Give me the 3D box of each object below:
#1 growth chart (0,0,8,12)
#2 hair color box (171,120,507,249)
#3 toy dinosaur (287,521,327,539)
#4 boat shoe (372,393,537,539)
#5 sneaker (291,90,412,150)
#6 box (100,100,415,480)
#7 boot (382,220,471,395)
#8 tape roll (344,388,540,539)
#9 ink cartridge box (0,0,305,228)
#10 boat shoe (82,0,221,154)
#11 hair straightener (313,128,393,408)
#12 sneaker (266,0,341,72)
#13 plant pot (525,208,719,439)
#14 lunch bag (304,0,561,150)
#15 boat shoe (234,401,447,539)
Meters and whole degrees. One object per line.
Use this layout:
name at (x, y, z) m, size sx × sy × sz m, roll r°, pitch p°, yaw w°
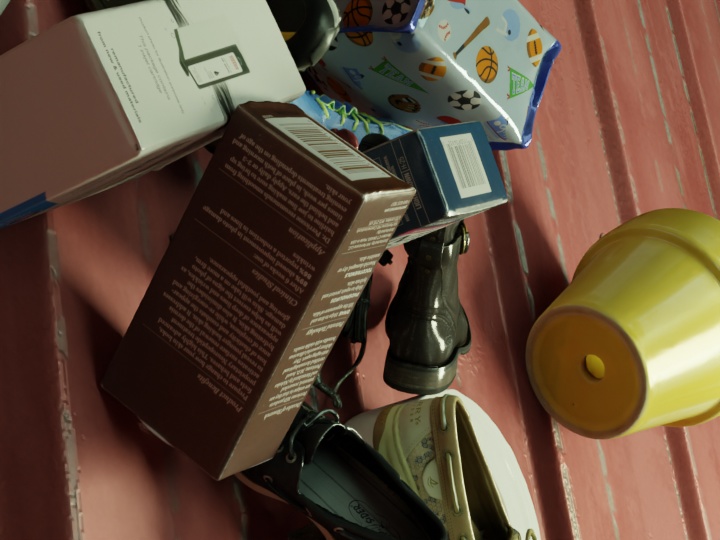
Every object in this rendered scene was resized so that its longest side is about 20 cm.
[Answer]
growth chart at (-0.266, -0.221, 0.980) m, size 0.200 × 0.018 × 0.145 m, roll 48°, pitch 36°, yaw -35°
hair color box at (-0.014, -0.035, 1.125) m, size 0.100 × 0.200 × 0.061 m, roll -15°, pitch 85°, yaw -61°
toy dinosaur at (-0.016, 0.222, 1.101) m, size 0.077 × 0.102 × 0.200 m, roll 107°, pitch 2°, yaw -57°
boat shoe at (0.077, 0.176, 1.147) m, size 0.200 × 0.063 × 0.073 m, roll 61°, pitch 29°, yaw -18°
sneaker at (-0.021, -0.100, 1.251) m, size 0.105 × 0.076 × 0.200 m, roll -40°, pitch 126°, yaw -18°
box at (-0.061, 0.012, 1.000) m, size 0.100 × 0.200 × 0.075 m, roll 36°, pitch 20°, yaw 20°
boot at (0.060, -0.016, 1.265) m, size 0.200 × 0.069 × 0.175 m, roll -79°, pitch 176°, yaw -71°
tape roll at (0.057, 0.192, 1.243) m, size 0.202 × 0.071 × 0.203 m, roll 38°, pitch 42°, yaw -45°
ink cartridge box at (-0.145, -0.097, 0.994) m, size 0.085 × 0.146 × 0.200 m, roll 65°, pitch 28°, yaw -4°
boat shoe at (-0.132, -0.148, 1.136) m, size 0.072 × 0.068 × 0.200 m, roll -37°, pitch 87°, yaw -26°
hair straightener at (0.000, 0.000, 1.219) m, size 0.077 × 0.041 × 0.201 m, roll 1°, pitch 97°, yaw -42°
sneaker at (-0.098, -0.203, 1.152) m, size 0.200 × 0.070 × 0.090 m, roll 44°, pitch 12°, yaw 37°
plant pot at (0.256, 0.063, 1.560) m, size 0.189 × 0.200 × 0.201 m, roll -25°, pitch 95°, yaw -47°
lunch bag at (0.023, -0.178, 1.284) m, size 0.170 × 0.200 × 0.124 m, roll 42°, pitch 61°, yaw -40°
boat shoe at (-0.023, 0.123, 1.074) m, size 0.199 × 0.066 × 0.074 m, roll 47°, pitch 53°, yaw 12°
